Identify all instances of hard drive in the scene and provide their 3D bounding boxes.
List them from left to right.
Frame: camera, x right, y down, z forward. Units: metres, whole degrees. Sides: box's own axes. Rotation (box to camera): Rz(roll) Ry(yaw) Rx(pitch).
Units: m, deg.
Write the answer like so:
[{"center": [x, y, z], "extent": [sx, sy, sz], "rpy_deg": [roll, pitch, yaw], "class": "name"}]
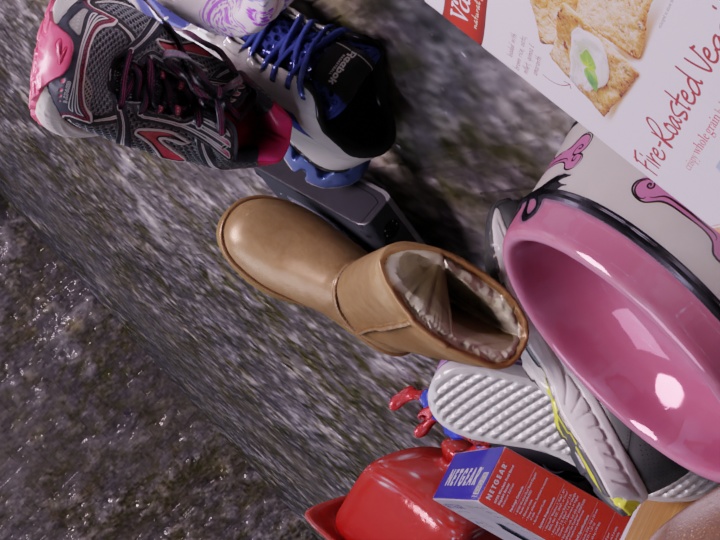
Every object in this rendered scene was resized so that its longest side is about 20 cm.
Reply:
[{"center": [0.011, -0.013, 0.906], "extent": [0.139, 0.033, 0.200], "rpy_deg": [31, 166, 41], "class": "hard drive"}]

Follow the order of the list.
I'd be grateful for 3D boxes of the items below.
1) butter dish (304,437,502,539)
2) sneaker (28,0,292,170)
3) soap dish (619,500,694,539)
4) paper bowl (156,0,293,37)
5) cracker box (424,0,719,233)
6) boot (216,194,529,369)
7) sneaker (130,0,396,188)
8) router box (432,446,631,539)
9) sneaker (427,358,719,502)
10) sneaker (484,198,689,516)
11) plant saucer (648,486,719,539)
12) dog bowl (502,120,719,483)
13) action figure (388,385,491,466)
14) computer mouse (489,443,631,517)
[{"center": [0.082, 0.240, 1.218], "extent": [0.199, 0.149, 0.199], "rpy_deg": [34, -158, 34], "class": "butter dish"}, {"center": [-0.103, -0.100, 0.640], "extent": [0.074, 0.081, 0.200], "rpy_deg": [17, -175, 22], "class": "sneaker"}, {"center": [0.227, 0.231, 0.754], "extent": [0.157, 0.200, 0.081], "rpy_deg": [48, 135, -6], "class": "soap dish"}, {"center": [-0.082, -0.219, 0.564], "extent": [0.200, 0.104, 0.201], "rpy_deg": [41, 162, 16], "class": "paper bowl"}, {"center": [0.117, -0.099, 0.449], "extent": [0.200, 0.058, 0.134], "rpy_deg": [42, 163, 15], "class": "cracker box"}, {"center": [0.000, 0.000, 0.744], "extent": [0.175, 0.066, 0.200], "rpy_deg": [29, 172, -10], "class": "boot"}, {"center": [-0.044, -0.137, 0.736], "extent": [0.199, 0.081, 0.115], "rpy_deg": [43, 161, -17], "class": "sneaker"}, {"center": [0.164, 0.214, 0.994], "extent": [0.179, 0.049, 0.200], "rpy_deg": [29, 168, 0], "class": "router box"}, {"center": [0.154, 0.080, 0.797], "extent": [0.199, 0.114, 0.073], "rpy_deg": [19, 113, 11], "class": "sneaker"}, {"center": [0.139, 0.042, 0.714], "extent": [0.074, 0.084, 0.201], "rpy_deg": [82, 164, -79], "class": "sneaker"}, {"center": [0.212, 0.127, 0.577], "extent": [0.201, 0.199, 0.037], "rpy_deg": [75, 177, -59], "class": "plant saucer"}, {"center": [0.151, 0.021, 0.585], "extent": [0.200, 0.074, 0.200], "rpy_deg": [47, 170, 11], "class": "dog bowl"}, {"center": [0.089, 0.145, 1.124], "extent": [0.066, 0.052, 0.200], "rpy_deg": [53, 160, -11], "class": "action figure"}, {"center": [0.147, 0.135, 0.953], "extent": [0.200, 0.046, 0.141], "rpy_deg": [40, 165, 18], "class": "computer mouse"}]
